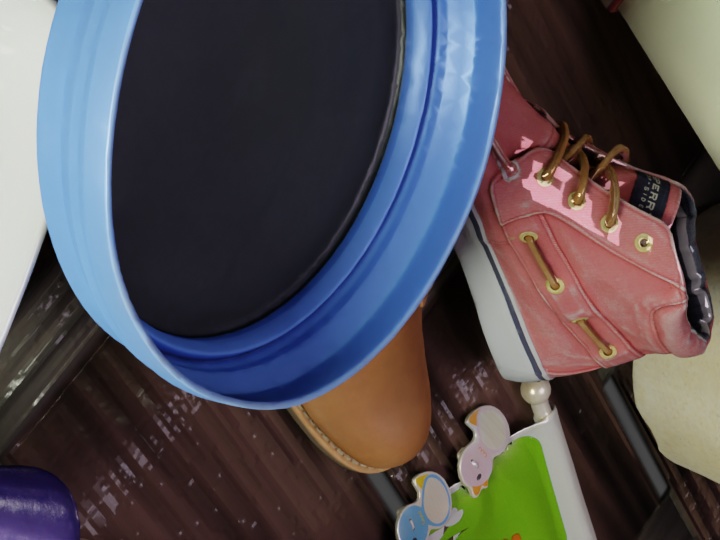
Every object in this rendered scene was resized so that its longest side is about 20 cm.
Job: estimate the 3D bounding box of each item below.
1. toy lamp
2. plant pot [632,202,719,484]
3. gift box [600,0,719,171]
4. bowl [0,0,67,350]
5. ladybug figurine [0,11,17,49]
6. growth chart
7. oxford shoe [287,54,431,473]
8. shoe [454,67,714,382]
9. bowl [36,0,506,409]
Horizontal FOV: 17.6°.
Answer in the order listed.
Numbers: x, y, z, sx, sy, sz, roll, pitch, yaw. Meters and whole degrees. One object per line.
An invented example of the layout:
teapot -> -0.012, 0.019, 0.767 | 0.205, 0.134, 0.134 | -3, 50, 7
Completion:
toy lamp -> -0.085, 0.110, 0.833 | 0.200, 0.058, 0.058 | 27, 82, -50
plant pot -> 0.234, 0.046, 1.057 | 0.200, 0.183, 0.201 | -17, 114, -43
gift box -> 0.221, -0.139, 0.960 | 0.200, 0.185, 0.187 | -20, 72, -37
bowl -> -0.189, -0.020, 0.658 | 0.200, 0.075, 0.200 | 22, 91, -47
ladybug figurine -> -0.062, -0.121, 0.773 | 0.200, 0.072, 0.136 | -28, 121, -39
growth chart -> 0.041, 0.153, 1.008 | 0.200, 0.018, 0.145 | -49, 132, -26
oxford shoe -> 0.000, 0.000, 0.879 | 0.071, 0.071, 0.200 | -38, 129, -33
shoe -> 0.079, -0.036, 0.922 | 0.071, 0.091, 0.200 | -77, 152, -45
bowl -> -0.025, -0.056, 0.744 | 0.201, 0.039, 0.201 | -26, 124, -46
